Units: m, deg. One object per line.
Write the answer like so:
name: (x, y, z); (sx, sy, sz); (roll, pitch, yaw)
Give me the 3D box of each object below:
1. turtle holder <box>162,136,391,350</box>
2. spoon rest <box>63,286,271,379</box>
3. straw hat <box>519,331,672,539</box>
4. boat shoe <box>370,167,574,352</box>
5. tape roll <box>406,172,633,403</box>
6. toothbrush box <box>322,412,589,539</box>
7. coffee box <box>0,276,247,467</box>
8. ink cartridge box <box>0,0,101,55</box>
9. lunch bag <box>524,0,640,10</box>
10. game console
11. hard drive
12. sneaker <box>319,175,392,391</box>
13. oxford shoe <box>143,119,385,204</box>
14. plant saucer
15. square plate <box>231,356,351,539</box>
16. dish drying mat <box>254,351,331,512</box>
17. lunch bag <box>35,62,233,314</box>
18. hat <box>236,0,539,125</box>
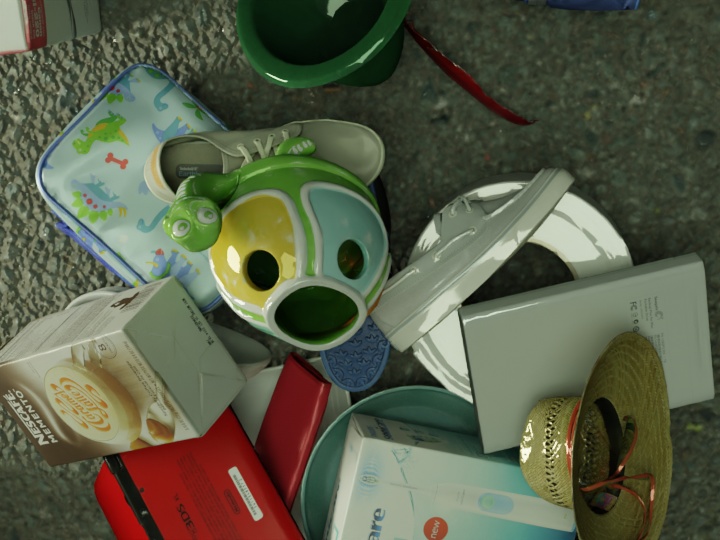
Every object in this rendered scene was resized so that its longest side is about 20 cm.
turtle holder: (-0.054, -0.021, 1.123); (0.140, 0.132, 0.186); (-24, 134, 8)
spoon rest: (-0.174, 0.056, 1.286); (0.199, 0.099, 0.061); (12, 103, 15)
straw hat: (0.174, 0.146, 1.157); (0.085, 0.201, 0.202); (3, 101, 35)
boat shoe: (0.084, -0.022, 1.181); (0.200, 0.072, 0.069); (-44, 86, 16)
tape roll: (0.136, 0.019, 1.249); (0.201, 0.071, 0.204); (1, 100, 6)
toothbrush box: (0.075, 0.217, 1.237); (0.199, 0.085, 0.147); (13, 96, -9)
coffee box: (-0.210, 0.089, 1.221); (0.199, 0.080, 0.115); (-17, 114, 41)
ink cartridge box: (-0.312, -0.220, 1.195); (0.145, 0.200, 0.085); (-5, 105, 8)
lunch bag: (0.166, -0.310, 1.155); (0.132, 0.136, 0.201); (6, 100, 5)
game console: (-0.140, 0.231, 1.282); (0.172, 0.119, 0.201); (-32, 76, 2)
hard drive: (0.187, 0.069, 1.190); (0.199, 0.026, 0.132); (-13, 117, -3)
sneaker: (0.000, 0.000, 1.256); (0.070, 0.078, 0.201); (1, 98, 11)
oxford shoe: (-0.078, -0.085, 1.183); (0.199, 0.058, 0.076); (-4, 85, -2)
plant saucer: (0.044, 0.196, 1.290); (0.199, 0.036, 0.201); (-1, 99, -8)
square plate: (-0.091, 0.186, 1.326); (0.197, 0.028, 0.201); (-10, 98, 9)
dish drying mat: (-0.074, 0.177, 1.277); (0.018, 0.077, 0.201); (9, 105, -37)
lunch bag: (-0.169, -0.063, 1.246); (0.200, 0.082, 0.161); (41, 81, -2)
hat: (0.012, -0.190, 1.255); (0.165, 0.176, 0.201); (-34, 57, 13)
